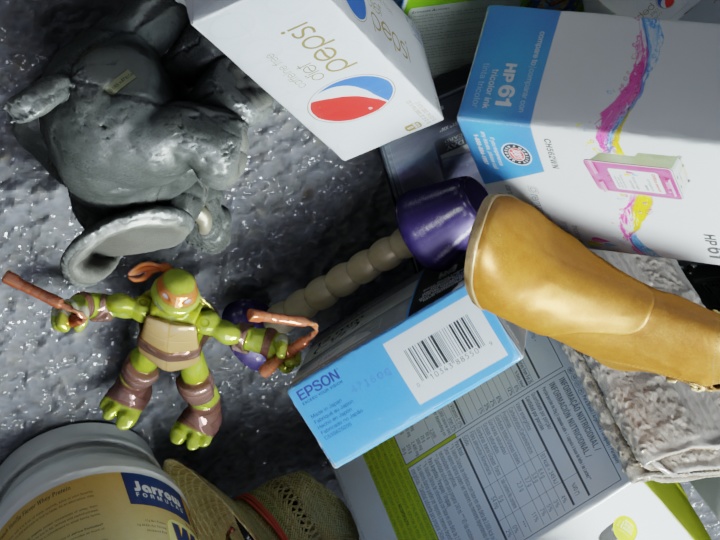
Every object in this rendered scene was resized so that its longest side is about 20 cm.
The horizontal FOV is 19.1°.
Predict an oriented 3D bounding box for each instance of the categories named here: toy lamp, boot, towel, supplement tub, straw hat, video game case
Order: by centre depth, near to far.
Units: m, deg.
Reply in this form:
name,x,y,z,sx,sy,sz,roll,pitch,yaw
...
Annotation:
name,x,y,z,sx,sy,sz,roll,pitch,yaw
boot,0.150,0.016,1.263,0.071,0.143,0.201,-69,155,-9
toy lamp,0.000,0.000,1.379,0.199,0.059,0.058,-30,140,30
video game case,0.088,-0.070,1.391,0.142,0.019,0.200,-24,146,-3
supplement tub,-0.171,0.215,1.431,0.143,0.201,0.145,-13,136,-13
towel,0.191,0.052,1.434,0.132,0.201,0.035,-2,145,-41
straw hat,-0.049,0.191,1.501,0.085,0.201,0.202,-34,140,-18

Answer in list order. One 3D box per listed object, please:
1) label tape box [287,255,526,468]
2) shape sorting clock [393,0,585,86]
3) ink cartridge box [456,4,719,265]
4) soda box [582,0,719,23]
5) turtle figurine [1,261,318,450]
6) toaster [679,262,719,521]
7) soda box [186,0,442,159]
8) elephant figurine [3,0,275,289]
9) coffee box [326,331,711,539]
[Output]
name,x,y,z,sx,sy,sz,roll,pitch,yaw
label tape box,0.038,0.041,1.411,0.143,0.200,0.066,-31,100,13
shape sorting clock,0.073,-0.164,1.302,0.199,0.039,0.201,-18,148,-12
ink cartridge box,0.173,-0.076,1.253,0.199,0.085,0.145,6,153,21
soda box,0.194,-0.122,1.347,0.064,0.068,0.200,-40,148,-9
turtle figurine,-0.131,0.043,1.374,0.198,0.065,0.162,7,142,-6
toaster,0.315,0.089,1.538,0.180,0.200,0.119,-5,133,-33
soda box,-0.026,-0.133,1.164,0.068,0.064,0.200,-22,154,16
elephant figurine,-0.136,-0.055,1.255,0.154,0.142,0.200,24,140,-7
coffee box,0.119,0.168,1.524,0.197,0.201,0.200,-33,137,9
